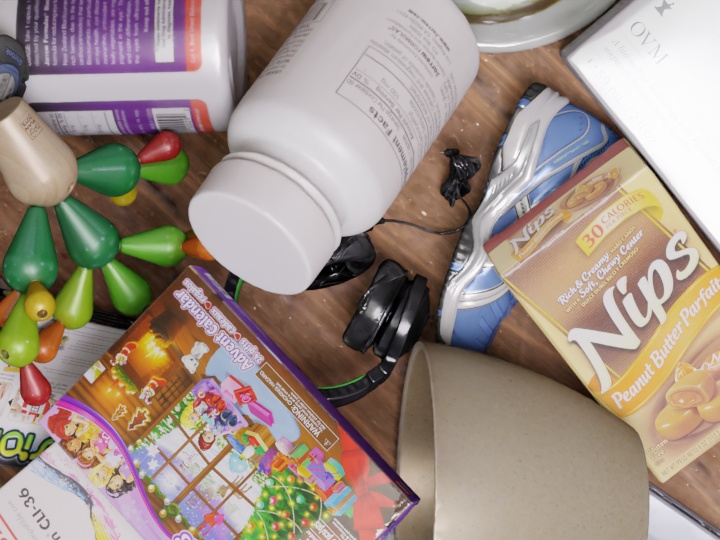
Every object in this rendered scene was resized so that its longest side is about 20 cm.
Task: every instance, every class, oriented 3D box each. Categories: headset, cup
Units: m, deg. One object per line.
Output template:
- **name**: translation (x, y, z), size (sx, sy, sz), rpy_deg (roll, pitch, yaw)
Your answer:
- **headset**: translation (0.000, 0.000, 1.345), size (0.200, 0.094, 0.124), rpy_deg (-40, 81, -21)
- **cup**: translation (0.102, 0.149, 1.308), size (0.142, 0.200, 0.202), rpy_deg (3, 98, -5)

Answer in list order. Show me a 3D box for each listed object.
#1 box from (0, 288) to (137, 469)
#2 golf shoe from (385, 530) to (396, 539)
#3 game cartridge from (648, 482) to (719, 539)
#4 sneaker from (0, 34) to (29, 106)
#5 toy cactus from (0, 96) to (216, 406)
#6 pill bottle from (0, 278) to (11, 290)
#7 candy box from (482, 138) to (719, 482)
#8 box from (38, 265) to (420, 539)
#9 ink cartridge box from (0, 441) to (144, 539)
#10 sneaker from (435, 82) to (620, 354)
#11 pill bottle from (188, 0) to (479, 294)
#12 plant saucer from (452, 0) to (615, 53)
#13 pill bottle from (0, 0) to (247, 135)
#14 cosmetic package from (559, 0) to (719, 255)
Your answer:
- **box**: translation (-0.222, 0.072, 1.350), size (0.199, 0.035, 0.111), rpy_deg (15, 101, -43)
- **golf shoe**: translation (0.017, 0.220, 1.402), size (0.199, 0.078, 0.098), rpy_deg (22, 93, 0)
- **game cartridge**: translation (0.187, 0.218, 1.408), size (0.199, 0.040, 0.134), rpy_deg (35, 95, -1)
- **sneaker**: translation (-0.285, -0.074, 1.296), size (0.087, 0.074, 0.201), rpy_deg (36, 99, 21)
- **toy cactus**: translation (-0.175, -0.031, 1.281), size (0.200, 0.102, 0.166), rpy_deg (-48, 122, -26)
- **pill bottle**: translation (-0.321, 0.079, 1.383), size (0.113, 0.113, 0.201), rpy_deg (36, 98, -2)
- **candy box**: translation (0.182, 0.028, 1.337), size (0.115, 0.055, 0.200), rpy_deg (-37, 117, 5)
- **box**: translation (-0.080, 0.116, 1.259), size (0.137, 0.039, 0.200), rpy_deg (-45, 80, 5)
- **ink cartridge box**: translation (-0.168, 0.167, 1.328), size (0.200, 0.067, 0.117), rpy_deg (-40, 80, 8)
- **sneaker**: translation (0.106, -0.018, 1.359), size (0.077, 0.076, 0.201), rpy_deg (23, 100, 5)
- **pill bottle**: translation (-0.018, -0.087, 1.294), size (0.114, 0.114, 0.201), rpy_deg (35, 61, -2)
- **plant saucer**: translation (0.087, -0.237, 1.323), size (0.198, 0.050, 0.201), rpy_deg (1, 126, 1)
- **pill bottle**: translation (-0.177, -0.144, 1.344), size (0.198, 0.111, 0.112), rpy_deg (-1, 98, 4)
- **cosmetic package**: translation (0.265, -0.124, 1.312), size (0.200, 0.123, 0.200), rpy_deg (-40, 94, 7)
